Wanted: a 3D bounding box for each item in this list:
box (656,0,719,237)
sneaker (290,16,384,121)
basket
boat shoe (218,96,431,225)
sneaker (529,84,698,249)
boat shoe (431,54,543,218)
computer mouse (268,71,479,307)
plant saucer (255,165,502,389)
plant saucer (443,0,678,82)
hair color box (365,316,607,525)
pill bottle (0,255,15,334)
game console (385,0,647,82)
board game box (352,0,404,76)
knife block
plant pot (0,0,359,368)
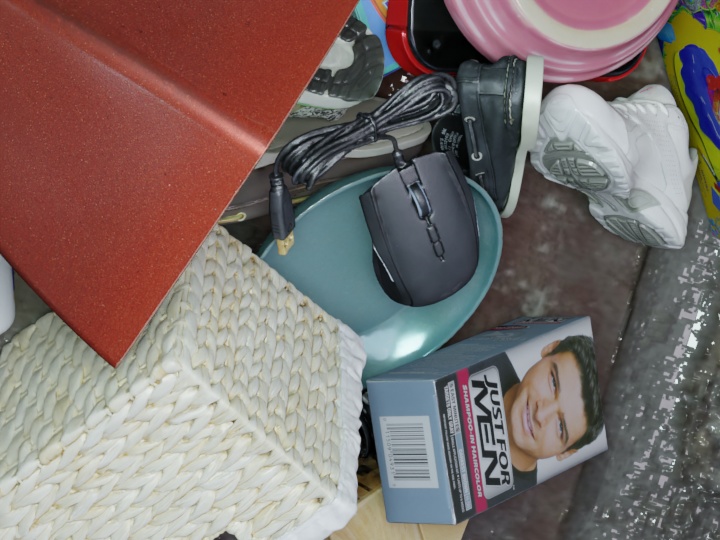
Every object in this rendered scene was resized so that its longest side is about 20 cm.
[{"bbox_3d":[0.320,-0.119,1.841,0.122,0.192,0.201,-26,111,-18],"label":"box"},{"bbox_3d":[-0.088,-0.129,1.703,0.199,0.089,0.077,13,62,-3],"label":"sneaker"},{"bbox_3d":[-0.119,0.098,1.643,0.198,0.200,0.161,-36,114,21],"label":"basket"},{"bbox_3d":[-0.045,-0.070,1.745,0.199,0.072,0.060,-12,127,-30],"label":"boat shoe"},{"bbox_3d":[0.180,-0.094,1.834,0.200,0.078,0.100,42,65,-56],"label":"sneaker"},{"bbox_3d":[0.081,-0.090,1.756,0.066,0.199,0.075,5,76,-1],"label":"boat shoe"},{"bbox_3d":[0.014,-0.025,1.684,0.140,0.046,0.201,-24,139,-13],"label":"computer mouse"},{"bbox_3d":[0.000,0.000,1.764,0.199,0.036,0.201,-18,137,-17],"label":"plant saucer"},{"bbox_3d":[0.143,-0.223,1.732,0.199,0.051,0.202,-5,102,-26],"label":"plant saucer"},{"bbox_3d":[0.090,0.100,1.796,0.200,0.060,0.100,-19,104,-53],"label":"hair color box"},{"bbox_3d":[-0.275,-0.060,1.604,0.119,0.120,0.201,-7,104,-24],"label":"pill bottle"},{"bbox_3d":[0.112,-0.216,1.763,0.199,0.031,0.178,-1,99,-28],"label":"game console"},{"bbox_3d":[0.061,-0.240,1.770,0.199,0.045,0.153,-27,113,-19],"label":"board game box"},{"bbox_3d":[-0.016,0.178,1.798,0.175,0.064,0.201,19,93,-39],"label":"knife block"},{"bbox_3d":[-0.137,-0.105,1.507,0.176,0.200,0.200,34,128,-5],"label":"plant pot"}]
